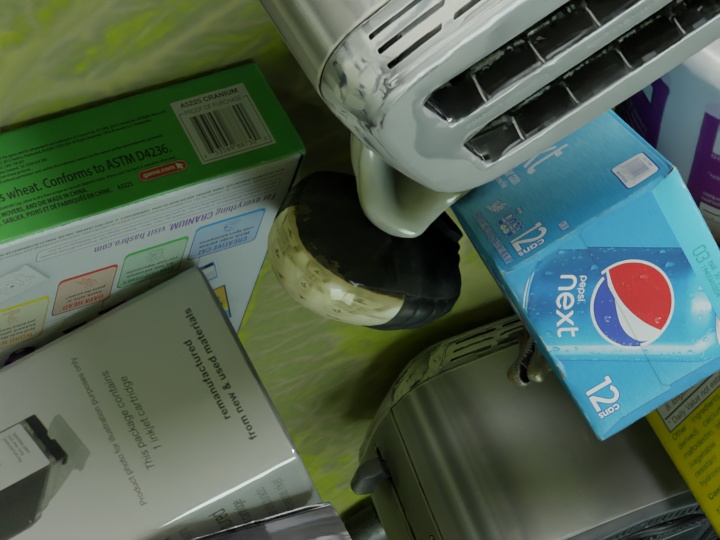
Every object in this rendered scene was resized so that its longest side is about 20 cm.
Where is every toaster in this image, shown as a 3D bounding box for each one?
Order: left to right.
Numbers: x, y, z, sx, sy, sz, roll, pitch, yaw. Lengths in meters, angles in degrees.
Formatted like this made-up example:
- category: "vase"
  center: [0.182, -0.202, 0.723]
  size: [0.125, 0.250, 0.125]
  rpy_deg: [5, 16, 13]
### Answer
- category: "toaster"
  center: [0.034, -0.112, 0.617]
  size: [0.200, 0.129, 0.114]
  rpy_deg: [-33, 156, 8]
- category: "toaster"
  center: [0.097, 0.093, 1.095]
  size: [0.200, 0.129, 0.114]
  rpy_deg: [-18, 155, -25]

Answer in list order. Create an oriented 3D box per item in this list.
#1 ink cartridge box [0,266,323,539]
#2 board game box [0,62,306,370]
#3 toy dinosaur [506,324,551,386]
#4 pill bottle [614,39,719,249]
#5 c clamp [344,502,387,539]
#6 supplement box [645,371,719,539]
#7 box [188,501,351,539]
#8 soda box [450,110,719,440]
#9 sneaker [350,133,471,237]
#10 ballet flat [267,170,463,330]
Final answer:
- category: "ink cartridge box"
  center: [-0.117, 0.101, 0.834]
  size: [0.200, 0.083, 0.147]
  rpy_deg: [-28, 158, -4]
- category: "board game box"
  center: [-0.113, 0.018, 0.827]
  size: [0.153, 0.040, 0.200]
  rpy_deg: [-18, 155, -25]
- category: "toy dinosaur"
  center: [0.149, 0.010, 0.863]
  size: [0.200, 0.058, 0.101]
  rpy_deg: [-1, 175, -33]
- category: "pill bottle"
  center: [0.153, -0.063, 0.880]
  size: [0.112, 0.112, 0.200]
  rpy_deg: [-25, 157, -10]
- category: "c clamp"
  center: [0.063, 0.110, 1.241]
  size: [0.200, 0.027, 0.171]
  rpy_deg: [-33, 157, 10]
- category: "supplement box"
  center: [0.197, 0.038, 1.024]
  size: [0.109, 0.200, 0.109]
  rpy_deg: [-7, 149, -42]
- category: "box"
  center: [-0.102, 0.164, 0.811]
  size: [0.158, 0.050, 0.200]
  rpy_deg: [-13, 154, -36]
- category: "soda box"
  center: [0.072, -0.016, 0.797]
  size: [0.064, 0.068, 0.200]
  rpy_deg: [-31, -163, 3]
- category: "sneaker"
  center: [0.060, -0.086, 0.729]
  size: [0.075, 0.100, 0.200]
  rpy_deg: [25, 132, -15]
- category: "ballet flat"
  center: [0.000, 0.000, 0.823]
  size: [0.057, 0.066, 0.200]
  rpy_deg: [-45, 177, 9]
